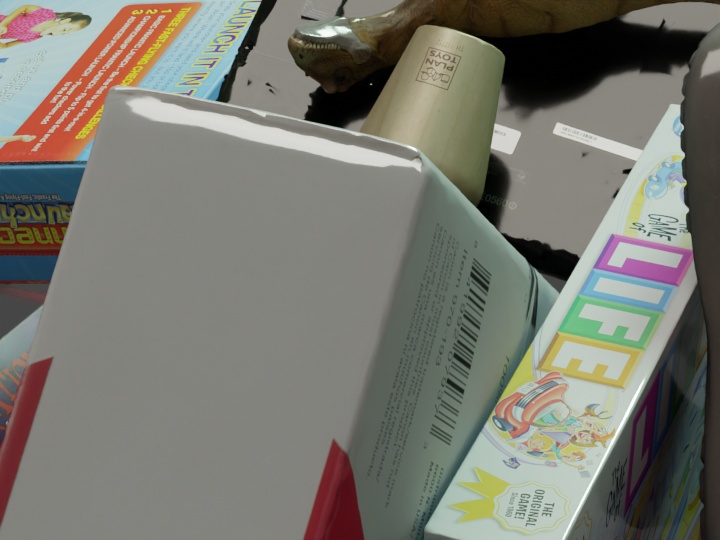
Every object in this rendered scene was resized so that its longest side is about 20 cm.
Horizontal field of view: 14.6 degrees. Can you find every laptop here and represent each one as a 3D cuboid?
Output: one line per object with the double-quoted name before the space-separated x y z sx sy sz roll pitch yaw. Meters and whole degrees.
"laptop" 0.062 -0.075 1.021 0.177 0.103 0.201 18 66 14

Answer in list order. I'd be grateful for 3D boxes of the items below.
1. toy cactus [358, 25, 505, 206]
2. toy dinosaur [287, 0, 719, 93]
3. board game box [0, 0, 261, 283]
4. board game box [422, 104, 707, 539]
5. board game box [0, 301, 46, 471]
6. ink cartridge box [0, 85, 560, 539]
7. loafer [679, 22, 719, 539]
"toy cactus" 0.000 0.000 0.902 0.199 0.102 0.166 15 82 29
"toy dinosaur" 0.075 -0.103 0.949 0.199 0.107 0.060 -4 27 5
"board game box" -0.124 -0.070 1.158 0.195 0.056 0.200 1 33 25
"board game box" 0.067 0.064 0.765 0.034 0.135 0.200 13 38 18
"board game box" -0.100 0.045 0.726 0.120 0.032 0.200 -48 -1 31
"ink cartridge box" -0.014 0.054 0.708 0.083 0.200 0.146 13 81 18
"loafer" 0.129 0.032 0.731 0.071 0.201 0.073 -4 10 29
